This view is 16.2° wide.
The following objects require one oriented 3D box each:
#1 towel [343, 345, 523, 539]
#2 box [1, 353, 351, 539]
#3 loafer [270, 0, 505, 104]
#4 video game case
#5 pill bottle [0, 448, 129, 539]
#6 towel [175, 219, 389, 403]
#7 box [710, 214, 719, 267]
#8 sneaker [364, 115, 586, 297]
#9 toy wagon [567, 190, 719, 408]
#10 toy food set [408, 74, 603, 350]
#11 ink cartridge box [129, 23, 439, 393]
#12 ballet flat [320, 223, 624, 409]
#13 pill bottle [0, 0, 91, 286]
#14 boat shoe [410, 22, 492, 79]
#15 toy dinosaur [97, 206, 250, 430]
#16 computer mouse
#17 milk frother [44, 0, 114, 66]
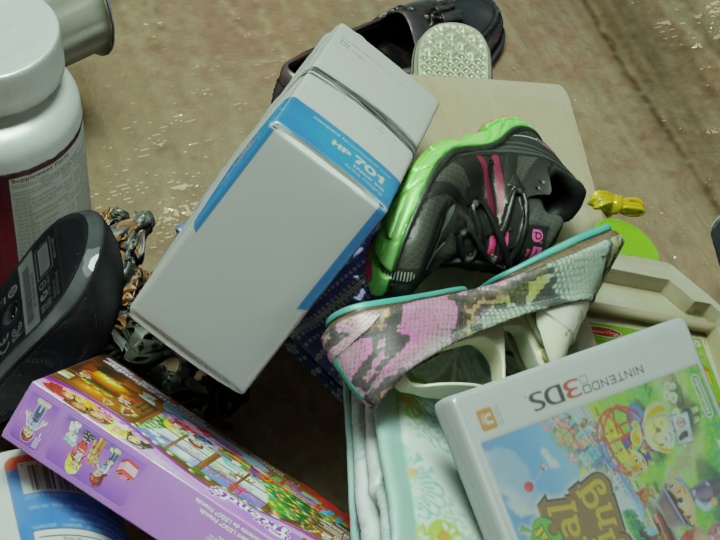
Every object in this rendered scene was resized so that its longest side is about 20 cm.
[{"bbox_3d":[0.073,0.123,1.413,0.171,0.048,0.200,21,42,-23],"label":"towel"},{"bbox_3d":[-0.089,0.121,1.405,0.200,0.039,0.137,33,10,6],"label":"box"},{"bbox_3d":[0.023,-0.148,1.750,0.200,0.063,0.072,-30,53,-27],"label":"loafer"},{"bbox_3d":[0.147,0.141,1.385,0.182,0.022,0.200,-17,83,-37],"label":"video game case"},{"bbox_3d":[-0.167,0.202,1.365,0.112,0.112,0.200,-10,46,-11],"label":"pill bottle"},{"bbox_3d":[0.000,0.000,1.585,0.200,0.024,0.145,43,63,15],"label":"towel"},{"bbox_3d":[0.312,0.030,1.509,0.148,0.104,0.200,19,40,-23],"label":"box"},{"bbox_3d":[0.072,-0.033,1.472,0.084,0.077,0.200,36,37,16],"label":"sneaker"},{"bbox_3d":[0.173,0.038,1.513,0.155,0.040,0.200,10,45,-29],"label":"toy wagon"},{"bbox_3d":[0.073,-0.039,1.590,0.143,0.060,0.200,2,57,-24],"label":"toy food set"},{"bbox_3d":[-0.040,-0.040,1.453,0.086,0.146,0.200,37,23,-4],"label":"ink cartridge box"},{"bbox_3d":[0.072,0.033,1.410,0.200,0.069,0.071,-18,78,-30],"label":"ballet flat"},{"bbox_3d":[-0.225,-0.072,1.575,0.109,0.200,0.110,0,45,0],"label":"pill bottle"},{"bbox_3d":[0.055,-0.069,1.676,0.075,0.062,0.200,6,60,-1],"label":"boat shoe"},{"bbox_3d":[-0.141,0.055,1.545,0.136,0.102,0.200,-3,80,17],"label":"toy dinosaur"},{"bbox_3d":[-0.199,0.045,1.502,0.053,0.200,0.139,31,29,-29],"label":"computer mouse"},{"bbox_3d":[-0.298,-0.188,1.672,0.188,0.180,0.200,-27,91,-21],"label":"milk frother"}]
